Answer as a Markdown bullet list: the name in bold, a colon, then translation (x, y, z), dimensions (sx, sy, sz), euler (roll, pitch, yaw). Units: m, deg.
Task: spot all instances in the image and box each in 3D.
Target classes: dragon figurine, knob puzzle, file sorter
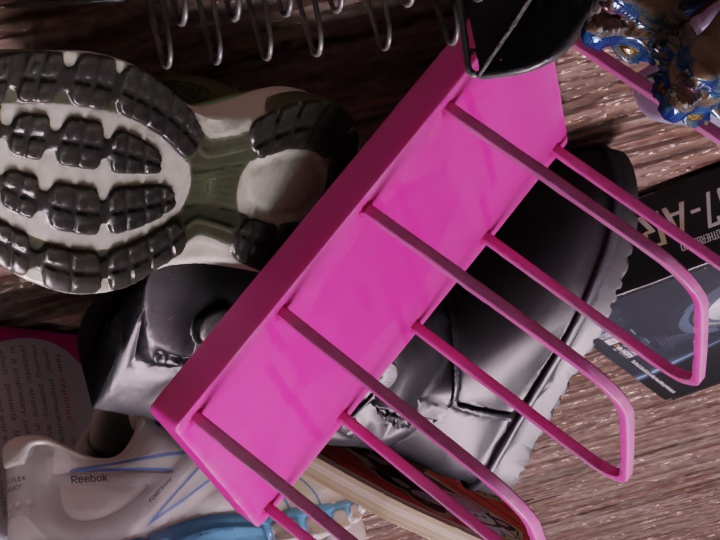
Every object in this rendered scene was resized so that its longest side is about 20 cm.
- **dragon figurine**: translation (0.143, -0.114, 0.672), dimensions (0.200, 0.059, 0.100), euler (-39, 172, -44)
- **knob puzzle**: translation (0.013, 0.080, 1.012), dimensions (0.219, 0.219, 0.031), euler (20, 101, -56)
- **file sorter**: translation (0.048, 0.027, 0.787), dimensions (0.200, 0.125, 0.139), euler (-51, 161, -10)

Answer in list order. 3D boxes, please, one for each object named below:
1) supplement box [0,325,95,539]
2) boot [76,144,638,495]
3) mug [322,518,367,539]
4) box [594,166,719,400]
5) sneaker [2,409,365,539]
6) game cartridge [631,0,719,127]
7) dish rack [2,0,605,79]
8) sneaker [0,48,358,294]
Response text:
- **supplement box**: translation (-0.192, 0.085, 0.957), dimensions (0.103, 0.102, 0.199), euler (-29, 154, 37)
- **boot**: translation (0.000, 0.001, 0.905), dimensions (0.199, 0.066, 0.166), euler (17, 105, -20)
- **mug**: translation (-0.063, 0.165, 1.141), dimensions (0.147, 0.177, 0.200), euler (3, 154, -38)
- **box**: translation (0.191, 0.001, 1.069), dimensions (0.159, 0.044, 0.200), euler (-20, 159, 17)
- **sneaker**: translation (-0.074, 0.089, 0.951), dimensions (0.075, 0.087, 0.199), euler (-20, 170, 39)
- **game cartridge**: translation (0.215, -0.103, 0.820), dimensions (0.132, 0.041, 0.200), euler (-2, 158, -44)
- **dish rack**: translation (-0.013, -0.108, 0.637), dimensions (0.198, 0.055, 0.154), euler (-6, 158, -19)
- **sneaker**: translation (-0.090, -0.038, 0.729), dimensions (0.088, 0.078, 0.199), euler (18, -173, 35)
